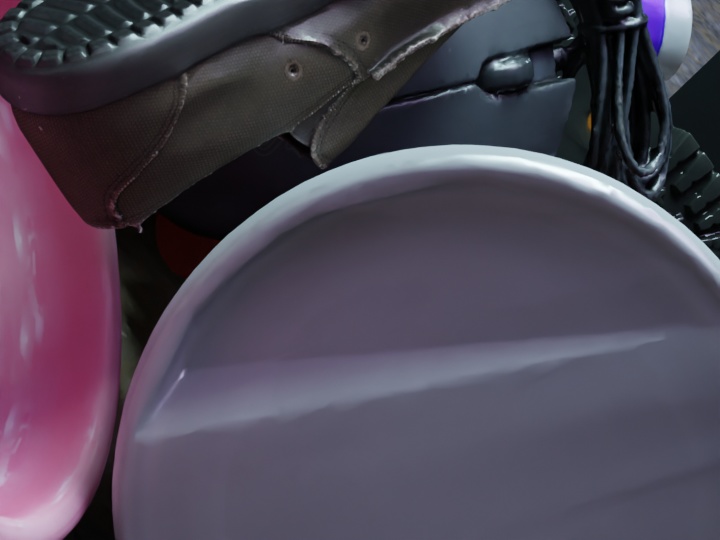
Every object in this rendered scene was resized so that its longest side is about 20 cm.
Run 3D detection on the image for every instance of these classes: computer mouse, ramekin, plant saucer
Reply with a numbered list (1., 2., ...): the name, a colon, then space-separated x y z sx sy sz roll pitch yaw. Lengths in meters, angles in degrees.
1. computer mouse: 0.018 -0.066 0.890 0.053 0.199 0.140 18 -59 64
2. ramekin: 0.027 0.055 0.824 0.202 0.202 0.094 41 11 -11
3. plant saucer: -0.126 -0.017 0.759 0.200 0.050 0.202 -12 90 -74

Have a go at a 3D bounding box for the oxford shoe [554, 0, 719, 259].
1. oxford shoe: 0.078 -0.078 1.124 0.201 0.072 0.084 65 -13 -12

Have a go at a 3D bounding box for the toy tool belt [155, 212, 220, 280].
1. toy tool belt: -0.104 -0.078 0.930 0.122 0.125 0.201 -10 73 -42

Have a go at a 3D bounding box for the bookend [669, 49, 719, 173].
1. bookend: 0.250 -0.039 1.366 0.198 0.200 0.092 27 29 -38

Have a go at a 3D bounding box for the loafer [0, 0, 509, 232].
1. loafer: -0.019 -0.070 0.819 0.199 0.071 0.073 -23 34 -26

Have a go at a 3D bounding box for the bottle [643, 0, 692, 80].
1. bottle: 0.044 -0.115 1.182 0.198 0.066 0.084 6 18 -21
